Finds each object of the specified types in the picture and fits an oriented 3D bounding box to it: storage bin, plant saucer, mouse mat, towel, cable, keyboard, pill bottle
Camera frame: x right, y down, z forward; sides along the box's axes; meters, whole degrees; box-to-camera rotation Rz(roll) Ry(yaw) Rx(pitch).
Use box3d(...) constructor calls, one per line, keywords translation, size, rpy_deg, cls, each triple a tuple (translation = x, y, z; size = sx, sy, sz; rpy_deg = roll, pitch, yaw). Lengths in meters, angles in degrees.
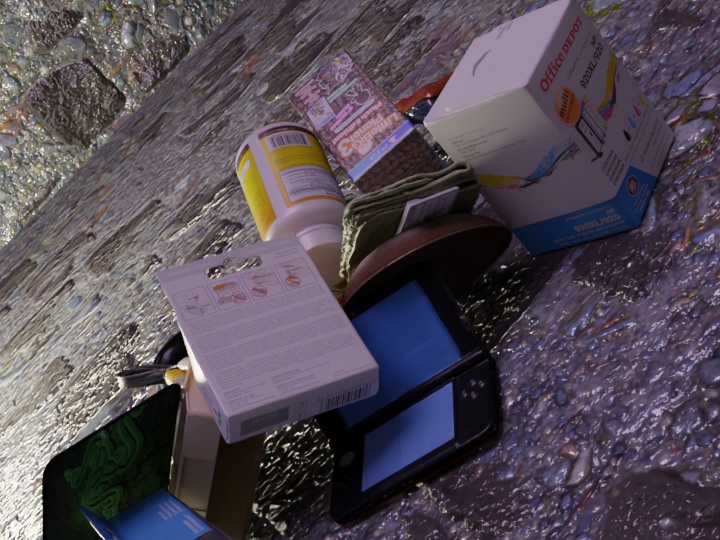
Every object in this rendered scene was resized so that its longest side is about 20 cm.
box3d(translation=(-0.142, 0.161, 1.279), size=(0.199, 0.093, 0.201), rpy_deg=(-86, 8, -57), cls="storage bin")
box3d(translation=(0.064, -0.007, 1.275), size=(0.200, 0.200, 0.037), rpy_deg=(-34, 69, 21), cls="plant saucer")
box3d(translation=(-0.243, 0.207, 1.181), size=(0.161, 0.008, 0.200), rpy_deg=(-32, -31, -36), cls="mouse mat")
box3d(translation=(0.048, -0.049, 1.282), size=(0.148, 0.037, 0.200), rpy_deg=(-17, -20, -10), cls="towel")
box3d(translation=(-0.223, 0.116, 1.470), size=(0.097, 0.051, 0.200), rpy_deg=(-31, 22, -34), cls="cable")
box3d(translation=(0.059, -0.032, 1.268), size=(0.056, 0.011, 0.200), rpy_deg=(-16, -20, -15), cls="keyboard")
box3d(translation=(-0.073, -0.074, 1.422), size=(0.109, 0.109, 0.200), rpy_deg=(-36, 49, 15), cls="pill bottle")

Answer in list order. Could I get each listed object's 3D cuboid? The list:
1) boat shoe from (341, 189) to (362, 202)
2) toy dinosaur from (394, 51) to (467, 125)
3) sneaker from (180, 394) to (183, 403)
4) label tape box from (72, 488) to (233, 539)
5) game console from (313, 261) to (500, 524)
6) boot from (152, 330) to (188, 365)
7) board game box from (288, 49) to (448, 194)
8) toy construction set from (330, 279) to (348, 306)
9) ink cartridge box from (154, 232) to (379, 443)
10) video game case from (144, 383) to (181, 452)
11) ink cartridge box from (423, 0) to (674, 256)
box3d(translation=(-0.028, -0.062, 1.567), size=(0.065, 0.075, 0.202), rpy_deg=(9, 13, 34), cls="boat shoe")
box3d(translation=(0.087, -0.228, 1.649), size=(0.181, 0.201, 0.105), rpy_deg=(12, 35, 25), cls="toy dinosaur")
box3d(translation=(-0.128, 0.135, 1.490), size=(0.200, 0.074, 0.082), rpy_deg=(-34, 54, 9), cls="sneaker")
box3d(translation=(-0.156, 0.262, 1.123), size=(0.063, 0.200, 0.144), rpy_deg=(-53, 25, -12), cls="label tape box")
box3d(translation=(0.022, 0.120, 1.186), size=(0.200, 0.119, 0.173), rpy_deg=(-34, 25, 21), cls="game console")
box3d(translation=(-0.202, 0.089, 1.570), size=(0.211, 0.079, 0.158), rpy_deg=(-42, -4, 2), cls="boot")
box3d(translation=(0.024, -0.153, 1.513), size=(0.097, 0.159, 0.200), rpy_deg=(-41, 46, 5), cls="board game box")
box3d(translation=(0.000, 0.000, 1.458), size=(0.200, 0.092, 0.132), rpy_deg=(-5, 66, 66), cls="toy construction set")
box3d(translation=(-0.095, 0.062, 1.191), size=(0.160, 0.050, 0.200), rpy_deg=(-16, 48, -22), cls="ink cartridge box")
box3d(translation=(-0.268, 0.232, 1.482), size=(0.183, 0.023, 0.200), rpy_deg=(-65, 17, 5), cls="video game case")
box3d(translation=(0.197, -0.147, 1.252), size=(0.144, 0.200, 0.148), rpy_deg=(-16, 35, 47), cls="ink cartridge box")
